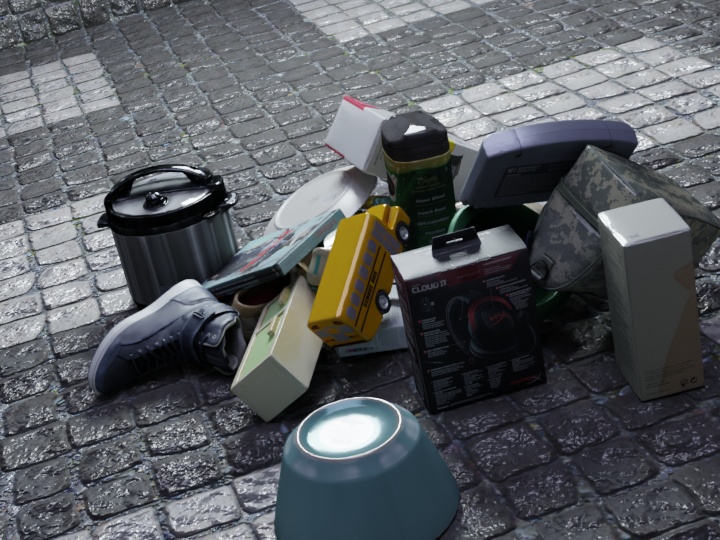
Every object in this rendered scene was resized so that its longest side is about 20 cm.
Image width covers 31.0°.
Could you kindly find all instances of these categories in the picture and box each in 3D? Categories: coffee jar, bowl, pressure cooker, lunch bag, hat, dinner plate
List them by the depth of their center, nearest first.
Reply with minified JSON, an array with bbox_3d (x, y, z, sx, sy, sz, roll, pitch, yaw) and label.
[{"bbox_3d":[-0.003,0.206,1.347,0.200,0.105,0.201,-9,27,5],"label":"bowl"},{"bbox_3d":[0.307,-0.038,1.561,0.200,0.168,0.139,13,27,-44],"label":"lunch bag"},{"bbox_3d":[0.150,0.013,1.672,0.166,0.200,0.176,-44,-5,-33],"label":"hat"},{"bbox_3d":[0.081,-0.108,1.738,0.085,0.201,0.104,-12,26,-8],"label":"coffee jar"},{"bbox_3d":[-0.267,-0.058,1.872,0.176,0.201,0.178,-29,31,-30],"label":"pressure cooker"},{"bbox_3d":[-0.065,-0.095,1.887,0.200,0.024,0.200,-28,27,16],"label":"dinner plate"}]

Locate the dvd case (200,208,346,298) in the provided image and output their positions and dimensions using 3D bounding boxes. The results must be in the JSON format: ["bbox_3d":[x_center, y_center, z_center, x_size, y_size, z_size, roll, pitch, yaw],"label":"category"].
[{"bbox_3d":[-0.126,-0.018,1.764,0.200,0.022,0.146,-16,21,46],"label":"dvd case"}]

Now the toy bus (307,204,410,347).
[{"bbox_3d":[0.000,0.000,1.628,0.065,0.078,0.201,-14,47,40],"label":"toy bus"}]

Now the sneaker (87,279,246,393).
[{"bbox_3d":[-0.242,0.107,1.677,0.202,0.077,0.146,-42,50,-21],"label":"sneaker"}]

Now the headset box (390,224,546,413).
[{"bbox_3d":[0.124,0.047,1.500,0.148,0.201,0.075,-16,26,-6],"label":"headset box"}]

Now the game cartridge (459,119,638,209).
[{"bbox_3d":[0.229,-0.131,1.580,0.199,0.133,0.042,-7,57,-16],"label":"game cartridge"}]

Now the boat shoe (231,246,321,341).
[{"bbox_3d":[-0.102,0.019,1.777,0.074,0.069,0.200,32,49,22],"label":"boat shoe"}]

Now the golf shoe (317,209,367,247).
[{"bbox_3d":[-0.031,-0.035,1.886,0.199,0.078,0.095,-1,38,35],"label":"golf shoe"}]

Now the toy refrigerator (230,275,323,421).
[{"bbox_3d":[-0.097,0.092,1.618,0.076,0.070,0.200,-40,15,26],"label":"toy refrigerator"}]

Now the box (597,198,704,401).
[{"bbox_3d":[0.323,0.032,1.444,0.077,0.201,0.095,-14,28,-3],"label":"box"}]

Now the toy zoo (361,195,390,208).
[{"bbox_3d":[0.066,-0.099,1.915,0.131,0.021,0.200,2,2,27],"label":"toy zoo"}]

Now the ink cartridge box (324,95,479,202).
[{"bbox_3d":[0.070,-0.172,1.879,0.199,0.086,0.148,14,13,-31],"label":"ink cartridge box"}]

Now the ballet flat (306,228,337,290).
[{"bbox_3d":[-0.015,-0.029,1.734,0.069,0.070,0.200,-1,14,22],"label":"ballet flat"}]

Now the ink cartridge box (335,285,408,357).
[{"bbox_3d":[0.064,0.040,1.721,0.199,0.043,0.197,-6,26,3],"label":"ink cartridge box"}]

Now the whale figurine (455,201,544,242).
[{"bbox_3d":[0.204,-0.044,1.751,0.159,0.104,0.200,10,3,-45],"label":"whale figurine"}]
